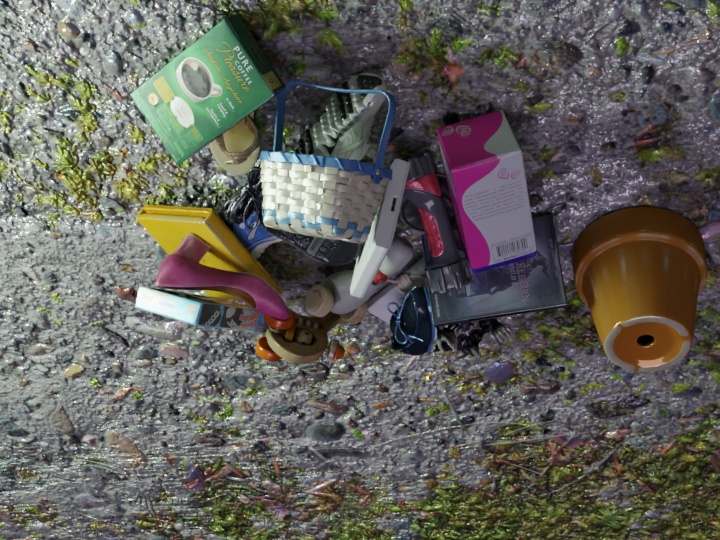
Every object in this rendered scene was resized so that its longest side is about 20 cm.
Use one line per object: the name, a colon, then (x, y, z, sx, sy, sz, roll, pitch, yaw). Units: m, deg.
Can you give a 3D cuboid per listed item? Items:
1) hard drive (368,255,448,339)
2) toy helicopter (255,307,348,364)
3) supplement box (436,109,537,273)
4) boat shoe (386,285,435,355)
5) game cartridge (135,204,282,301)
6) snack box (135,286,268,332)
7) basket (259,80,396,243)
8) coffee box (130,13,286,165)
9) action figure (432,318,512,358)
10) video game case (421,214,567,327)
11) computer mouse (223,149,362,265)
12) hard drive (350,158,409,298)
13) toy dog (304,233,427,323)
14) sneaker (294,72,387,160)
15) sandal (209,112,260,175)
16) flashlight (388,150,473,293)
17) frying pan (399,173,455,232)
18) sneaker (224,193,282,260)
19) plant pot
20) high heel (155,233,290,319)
hard drive: (0.123, 0.037, 1.917, 0.131, 0.026, 0.200, 31, 130, -24)
toy helicopter: (-0.064, 0.095, 1.884, 0.132, 0.200, 0.079, 29, 121, 20)
supplement box: (0.180, -0.110, 1.692, 0.100, 0.104, 0.201, -15, 135, 1)
boat shoe: (0.078, 0.092, 1.870, 0.068, 0.085, 0.200, -7, 149, -4)
game cartridge: (-0.229, -0.024, 1.842, 0.176, 0.033, 0.200, 6, 146, 43)
snack box: (-0.235, 0.060, 1.820, 0.115, 0.037, 0.200, 14, -179, 27)
basket: (-0.047, -0.145, 1.577, 0.175, 0.202, 0.139, 12, -173, 31)
coffee box: (-0.207, -0.243, 1.622, 0.199, 0.044, 0.123, -31, 95, 32)
action figure: (0.165, 0.083, 1.864, 0.118, 0.102, 0.201, -20, 131, -5)
video game case: (0.197, 0.000, 1.778, 0.198, 0.144, 0.019, -9, 161, 7)
computer mouse: (-0.082, -0.084, 1.710, 0.199, 0.053, 0.139, 32, 124, -12)
hard drive: (0.025, -0.055, 1.682, 0.026, 0.133, 0.200, 15, 158, -5)
toy dog: (0.000, 0.000, 1.855, 0.199, 0.097, 0.132, -27, 146, 15)
sneaker: (-0.015, -0.199, 1.668, 0.081, 0.076, 0.200, 17, 140, -28)
sandal: (-0.178, -0.195, 1.683, 0.077, 0.070, 0.212, 10, 136, -4)
flashlight: (0.097, -0.067, 1.717, 0.067, 0.068, 0.201, -4, 105, 50)
frying pan: (0.066, -0.104, 1.781, 0.189, 0.031, 0.115, 11, 135, -9)
sneaker: (-0.153, -0.082, 1.791, 0.089, 0.079, 0.200, 31, 131, -26)
plant pot: (0.418, 0.040, 1.773, 0.198, 0.184, 0.201, 3, 136, 3)
high heel: (-0.202, 0.036, 1.766, 0.200, 0.096, 0.067, 37, 155, -12)
